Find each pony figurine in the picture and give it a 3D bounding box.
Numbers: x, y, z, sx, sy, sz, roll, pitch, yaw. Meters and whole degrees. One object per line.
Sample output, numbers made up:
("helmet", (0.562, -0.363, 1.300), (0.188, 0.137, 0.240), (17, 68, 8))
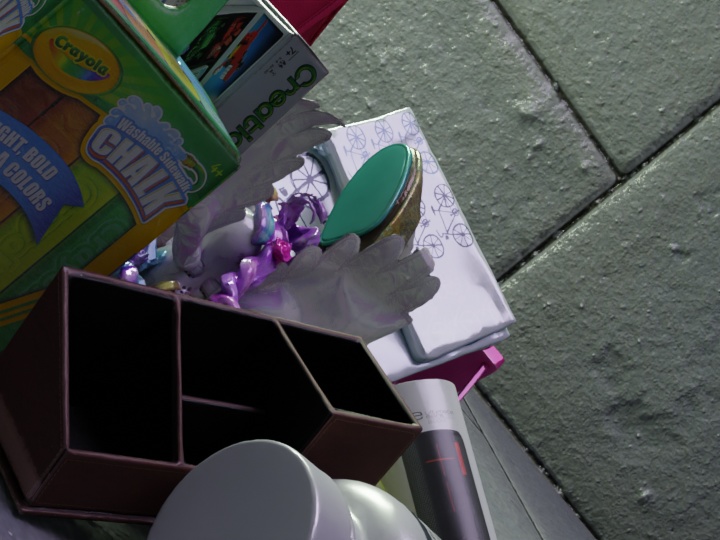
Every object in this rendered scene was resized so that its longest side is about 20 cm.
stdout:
("pony figurine", (-0.077, -0.011, 0.873), (0.167, 0.192, 0.200), (53, 3, -32))

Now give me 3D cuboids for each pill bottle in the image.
("pill bottle", (-0.005, 0.164, 0.690), (0.200, 0.119, 0.120), (47, 6, -40))

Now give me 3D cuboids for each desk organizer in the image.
("desk organizer", (-0.069, 0.065, 0.703), (0.199, 0.077, 0.072), (16, 30, -48))

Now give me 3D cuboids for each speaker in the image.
("speaker", (0.048, 0.175, 1.000), (0.081, 0.080, 0.202), (42, 31, -63))

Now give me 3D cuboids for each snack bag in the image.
("snack bag", (0.006, -0.014, 1.093), (0.199, 0.021, 0.190), (-18, 80, -41))

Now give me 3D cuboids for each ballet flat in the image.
("ballet flat", (0.000, 0.000, 1.033), (0.071, 0.070, 0.201), (49, 46, -23))

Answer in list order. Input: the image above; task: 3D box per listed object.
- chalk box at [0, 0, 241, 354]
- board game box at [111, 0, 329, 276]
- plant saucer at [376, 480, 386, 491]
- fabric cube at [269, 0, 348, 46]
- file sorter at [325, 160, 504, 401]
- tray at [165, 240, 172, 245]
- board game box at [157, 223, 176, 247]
("chalk box", (-0.142, -0.080, 0.702), (0.125, 0.199, 0.124), (47, 6, -41))
("board game box", (-0.120, -0.070, 0.801), (0.035, 0.200, 0.126), (45, 4, -40))
("plant saucer", (-0.022, 0.124, 0.942), (0.201, 0.031, 0.201), (56, -16, 24))
("fabric cube", (-0.163, -0.222, 1.292), (0.200, 0.196, 0.200), (53, -22, -1))
("file sorter", (-0.025, 0.049, 1.145), (0.201, 0.139, 0.125), (50, 47, -5))
("tray", (-0.201, -0.064, 1.130), (0.108, 0.022, 0.200), (54, 5, 11))
("board game box", (-0.192, -0.112, 1.113), (0.200, 0.041, 0.200), (51, -1, -8))
